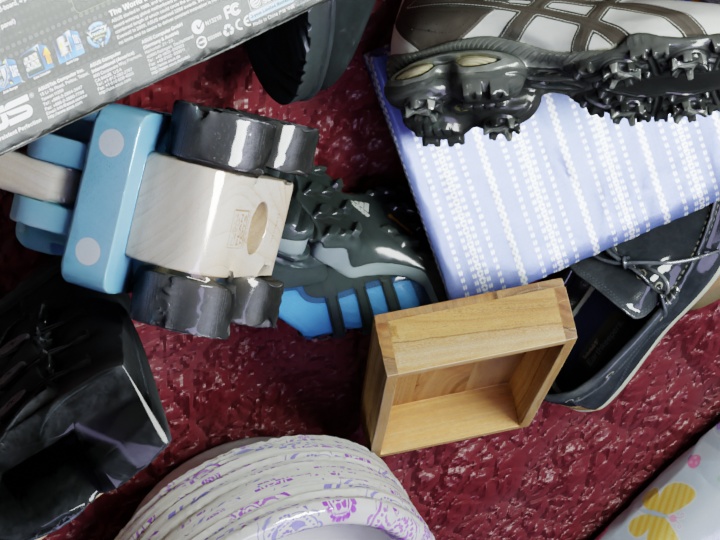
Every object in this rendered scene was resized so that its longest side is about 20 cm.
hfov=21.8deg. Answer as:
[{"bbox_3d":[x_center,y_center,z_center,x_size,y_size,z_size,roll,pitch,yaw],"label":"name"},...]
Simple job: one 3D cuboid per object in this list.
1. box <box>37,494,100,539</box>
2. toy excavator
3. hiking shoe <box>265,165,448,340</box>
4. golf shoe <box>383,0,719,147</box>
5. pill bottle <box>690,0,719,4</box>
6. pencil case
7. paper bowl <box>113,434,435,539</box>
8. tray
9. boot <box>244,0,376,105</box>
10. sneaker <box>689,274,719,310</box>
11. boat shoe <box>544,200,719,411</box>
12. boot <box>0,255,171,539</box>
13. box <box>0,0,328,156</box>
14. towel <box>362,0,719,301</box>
[{"bbox_3d":[-0.187,0.123,0.924,0.199,0.164,0.021,-36,103,0],"label":"box"},{"bbox_3d":[-0.141,-0.040,0.844,0.194,0.198,0.101,-3,106,-74],"label":"toy excavator"},{"bbox_3d":[0.000,0.000,1.000,0.199,0.075,0.087,19,130,-35],"label":"hiking shoe"},{"bbox_3d":[0.109,-0.119,0.892,0.198,0.095,0.078,-4,157,8],"label":"golf shoe"},{"bbox_3d":[0.202,-0.213,0.883,0.116,0.116,0.201,-24,124,-12],"label":"pill bottle"},{"bbox_3d":[0.228,0.181,1.282,0.200,0.083,0.091,-47,134,12],"label":"pencil case"},{"bbox_3d":[-0.060,0.177,1.081,0.199,0.105,0.202,-17,134,-18],"label":"paper bowl"},{"bbox_3d":[0.053,0.056,1.016,0.098,0.037,0.200,-11,163,-6],"label":"tray"},{"bbox_3d":[0.029,-0.177,0.857,0.161,0.073,0.199,-18,137,-26],"label":"boot"},{"bbox_3d":[0.269,-0.036,1.127,0.200,0.067,0.090,-44,131,5],"label":"sneaker"},{"bbox_3d":[0.158,0.000,1.078,0.062,0.075,0.201,-6,132,-54],"label":"boat shoe"},{"bbox_3d":[-0.162,0.078,0.855,0.066,0.200,0.165,41,96,-22],"label":"boot"},{"bbox_3d":[-0.118,-0.161,0.719,0.199,0.047,0.194,-29,114,-23],"label":"box"},{"bbox_3d":[0.112,-0.082,0.973,0.199,0.024,0.146,-23,101,-12],"label":"towel"}]
